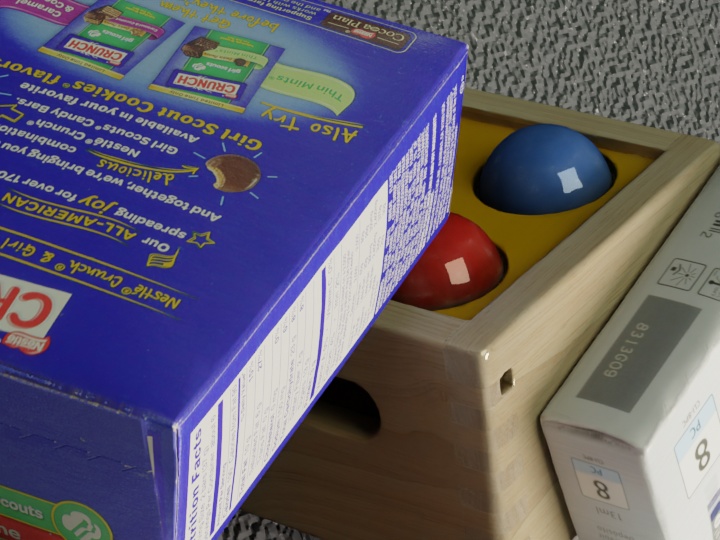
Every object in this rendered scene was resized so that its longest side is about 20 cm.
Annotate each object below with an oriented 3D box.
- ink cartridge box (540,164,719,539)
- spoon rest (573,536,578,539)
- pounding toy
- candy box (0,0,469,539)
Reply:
[{"bbox_3d":[0.143,0.069,0.881,0.160,0.047,0.201,-52,138,-31],"label":"ink cartridge box"},{"bbox_3d":[0.101,0.136,0.983,0.099,0.061,0.201,3,57,-39],"label":"spoon rest"},{"bbox_3d":[0.000,0.000,0.869,0.184,0.199,0.143,-38,132,-42],"label":"pounding toy"},{"bbox_3d":[-0.082,-0.013,0.737,0.168,0.077,0.200,18,41,18],"label":"candy box"}]
